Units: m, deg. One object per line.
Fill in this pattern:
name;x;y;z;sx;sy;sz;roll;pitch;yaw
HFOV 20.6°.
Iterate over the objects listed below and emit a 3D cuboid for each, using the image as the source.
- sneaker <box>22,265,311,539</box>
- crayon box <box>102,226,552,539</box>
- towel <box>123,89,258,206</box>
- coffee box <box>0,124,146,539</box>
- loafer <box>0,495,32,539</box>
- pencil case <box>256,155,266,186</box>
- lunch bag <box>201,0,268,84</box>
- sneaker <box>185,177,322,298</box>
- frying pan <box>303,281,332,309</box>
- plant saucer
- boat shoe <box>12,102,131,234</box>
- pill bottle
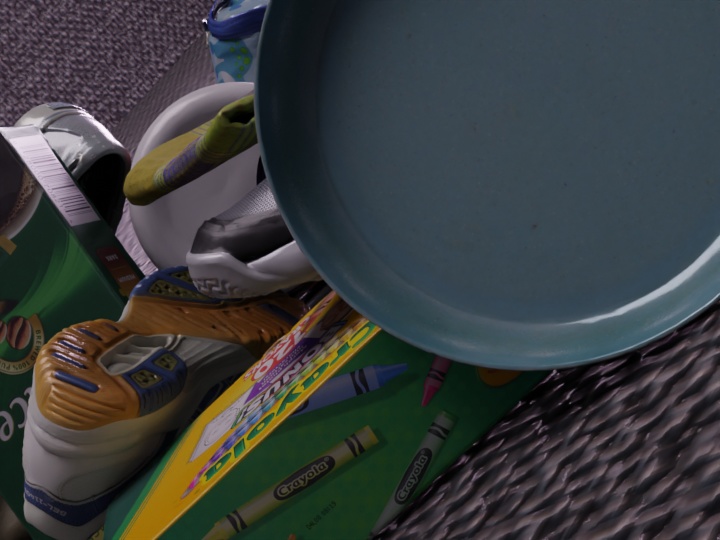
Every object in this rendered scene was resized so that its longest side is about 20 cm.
sneaker;-0.092;0.059;0.905;0.200;0.075;0.088;-23;-45;-57
crayon box;-0.012;0.061;0.775;0.200;0.058;0.119;-43;11;3
towel;-0.031;-0.080;0.893;0.143;0.023;0.200;-32;5;-17
coffee box;-0.156;0.040;0.992;0.123;0.200;0.044;-37;-6;19
loafer;-0.144;0.091;1.078;0.200;0.075;0.070;-46;8;-13
pencil case;0.039;-0.051;0.898;0.200;0.078;0.087;-17;54;45
lunch bag;0.004;-0.152;1.232;0.199;0.083;0.161;-11;14;3
sneaker;0.007;-0.074;0.765;0.199;0.114;0.075;-27;10;-1
frying pan;0.012;-0.009;1.033;0.115;0.031;0.190;-37;16;26
plant saucer;0.061;-0.065;0.691;0.200;0.200;0.027;-41;-14;9
boat shoe;-0.176;0.013;1.048;0.071;0.070;0.201;31;104;41
pill bottle;-0.063;-0.036;1.107;0.116;0.116;0.200;-44;-2;-1
